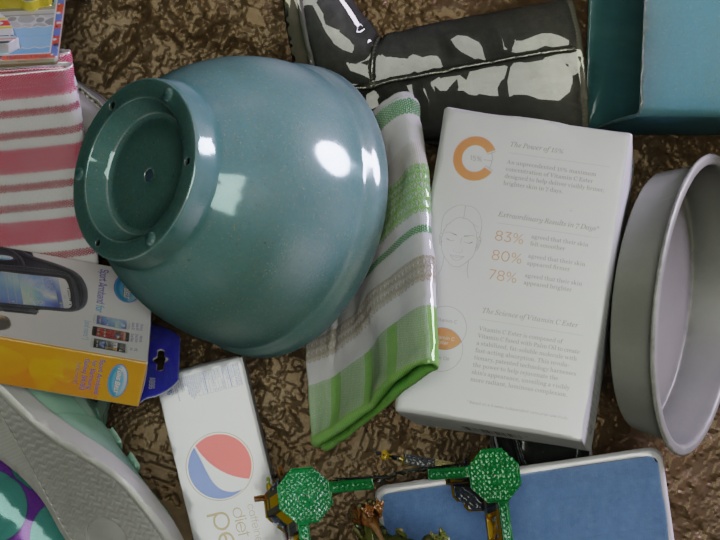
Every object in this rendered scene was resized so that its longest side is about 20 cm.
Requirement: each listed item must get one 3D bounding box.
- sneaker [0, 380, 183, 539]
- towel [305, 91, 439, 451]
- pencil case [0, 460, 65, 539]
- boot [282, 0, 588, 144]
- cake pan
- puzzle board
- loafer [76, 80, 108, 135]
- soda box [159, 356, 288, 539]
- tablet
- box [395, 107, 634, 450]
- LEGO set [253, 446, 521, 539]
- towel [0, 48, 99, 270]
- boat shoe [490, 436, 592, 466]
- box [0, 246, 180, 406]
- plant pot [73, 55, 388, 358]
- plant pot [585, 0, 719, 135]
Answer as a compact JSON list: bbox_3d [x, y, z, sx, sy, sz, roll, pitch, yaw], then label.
[{"bbox_3d":[-0.172,0.119,1.330,0.200,0.118,0.074,44,118,5],"label":"sneaker"},{"bbox_3d":[0.000,0.000,1.296,0.031,0.149,0.201,13,56,-26],"label":"towel"},{"bbox_3d":[-0.208,0.209,1.347,0.092,0.085,0.200,-41,89,-11],"label":"pencil case"},{"bbox_3d":[0.051,-0.164,1.372,0.199,0.073,0.183,-10,102,5],"label":"boot"},{"bbox_3d":[0.211,0.021,1.318,0.037,0.200,0.201,6,88,25],"label":"cake pan"},{"bbox_3d":[-0.299,-0.182,1.338,0.199,0.151,0.017,-3,129,-1],"label":"puzzle board"},{"bbox_3d":[-0.237,-0.116,1.363,0.199,0.070,0.070,26,88,0],"label":"loafer"},{"bbox_3d":[-0.086,0.162,1.359,0.063,0.068,0.201,-13,88,-2],"label":"soda box"},{"bbox_3d":[0.116,0.194,1.364,0.199,0.014,0.131,-9,106,5],"label":"tablet"},{"bbox_3d":[0.104,0.008,1.294,0.124,0.097,0.201,9,83,11],"label":"box"},{"bbox_3d":[0.015,0.195,1.312,0.199,0.116,0.155,-12,79,-20],"label":"LEGO set"},{"bbox_3d":[-0.255,-0.052,1.348,0.145,0.030,0.201,-4,117,-1],"label":"towel"},{"bbox_3d":[0.126,0.081,1.366,0.073,0.068,0.201,-2,88,-1],"label":"boat shoe"},{"bbox_3d":[-0.216,0.032,1.311,0.199,0.119,0.042,8,118,-9],"label":"box"},{"bbox_3d":[-0.100,-0.051,1.282,0.200,0.134,0.201,-12,73,41],"label":"plant pot"},{"bbox_3d":[0.268,-0.164,1.348,0.199,0.141,0.142,3,88,-9],"label":"plant pot"}]
